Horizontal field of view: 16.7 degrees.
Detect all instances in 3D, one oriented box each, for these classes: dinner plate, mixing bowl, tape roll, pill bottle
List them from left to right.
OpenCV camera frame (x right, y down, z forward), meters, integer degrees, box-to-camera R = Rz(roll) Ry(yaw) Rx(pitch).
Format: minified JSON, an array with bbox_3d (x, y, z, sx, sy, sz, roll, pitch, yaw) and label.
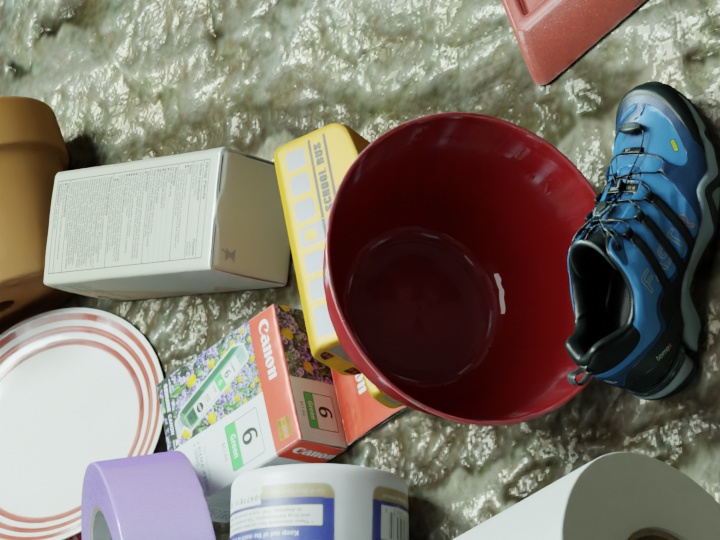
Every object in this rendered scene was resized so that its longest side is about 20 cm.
[{"bbox_3d":[-0.237,0.122,1.887,0.200,0.024,0.201,-10,61,19],"label":"dinner plate"},{"bbox_3d":[-0.144,0.228,1.698,0.200,0.066,0.201,174,90,-75],"label":"tape roll"},{"bbox_3d":[-0.027,0.235,1.604,0.120,0.120,0.200,-15,68,43],"label":"pill bottle"},{"bbox_3d":[0.056,0.011,1.553,0.108,0.200,0.201,140,132,-65],"label":"mixing bowl"},{"bbox_3d":[0.133,0.221,1.380,0.139,0.202,0.203,-33,57,36],"label":"tape roll"}]

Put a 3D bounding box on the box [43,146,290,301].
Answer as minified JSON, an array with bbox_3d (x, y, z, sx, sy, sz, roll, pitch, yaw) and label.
[{"bbox_3d":[-0.144,-0.032,1.831,0.200,0.078,0.095,-3,77,46],"label":"box"}]

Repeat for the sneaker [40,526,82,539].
[{"bbox_3d":[-0.223,0.246,1.842,0.200,0.070,0.094,30,107,49],"label":"sneaker"}]

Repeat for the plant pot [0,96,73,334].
[{"bbox_3d":[-0.309,-0.029,1.938,0.200,0.200,0.140,-36,72,34],"label":"plant pot"}]

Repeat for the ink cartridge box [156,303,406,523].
[{"bbox_3d":[-0.058,0.088,1.727,0.200,0.050,0.109,-34,56,36],"label":"ink cartridge box"}]

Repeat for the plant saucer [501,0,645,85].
[{"bbox_3d":[0.145,-0.258,1.622,0.200,0.037,0.200,-41,53,33],"label":"plant saucer"}]

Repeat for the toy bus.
[{"bbox_3d":[0.000,0.000,1.666,0.078,0.065,0.200,-22,62,21],"label":"toy bus"}]

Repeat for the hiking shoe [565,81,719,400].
[{"bbox_3d":[0.169,-0.024,1.493,0.074,0.087,0.200,-12,71,44],"label":"hiking shoe"}]
